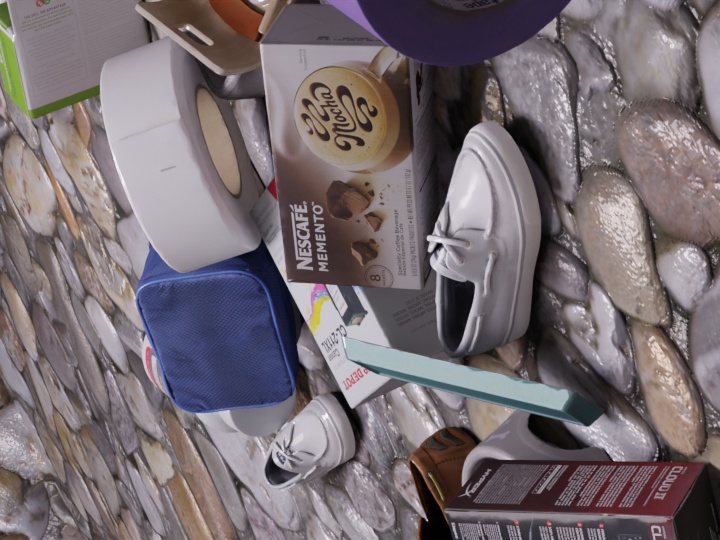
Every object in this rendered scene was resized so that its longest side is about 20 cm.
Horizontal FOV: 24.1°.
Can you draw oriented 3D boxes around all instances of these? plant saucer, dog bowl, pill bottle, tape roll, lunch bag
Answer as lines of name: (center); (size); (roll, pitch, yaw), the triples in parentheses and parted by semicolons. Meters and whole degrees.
plant saucer: (0.081, 0.084, 1.271); (0.199, 0.019, 0.070); (11, 170, 29)
dog bowl: (0.153, 0.209, 1.344); (0.200, 0.058, 0.201); (47, 152, 35)
pill bottle: (-0.151, 0.111, 1.833); (0.200, 0.110, 0.112); (26, 136, 56)
tape roll: (0.052, -0.224, 0.947); (0.085, 0.199, 0.201); (42, 148, 43)
tape roll: (-0.155, -0.103, 1.479); (0.202, 0.070, 0.204); (-18, -90, -80)
lunch bag: (-0.133, 0.022, 1.632); (0.133, 0.135, 0.201); (-84, -14, -51)

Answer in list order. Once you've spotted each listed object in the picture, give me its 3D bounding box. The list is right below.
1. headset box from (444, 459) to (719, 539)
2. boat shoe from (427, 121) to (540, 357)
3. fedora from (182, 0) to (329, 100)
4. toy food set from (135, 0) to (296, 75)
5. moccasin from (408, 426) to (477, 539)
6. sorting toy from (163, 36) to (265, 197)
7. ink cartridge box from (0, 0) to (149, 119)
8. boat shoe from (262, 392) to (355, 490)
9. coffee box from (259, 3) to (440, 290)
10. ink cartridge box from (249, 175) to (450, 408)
headset box: (0.177, 0.216, 1.196); (0.199, 0.075, 0.150); (-4, 113, 34)
boat shoe: (0.082, -0.017, 1.235); (0.072, 0.068, 0.201); (48, 152, 34)
fedora: (-0.093, -0.206, 1.413); (0.200, 0.090, 0.178); (8, 120, 63)
toy food set: (-0.098, -0.267, 1.301); (0.143, 0.060, 0.201); (39, 111, 44)
moccasin: (0.079, 0.238, 1.504); (0.074, 0.077, 0.203); (38, 145, 47)
sorting toy: (-0.190, -0.111, 1.748); (0.200, 0.069, 0.200); (62, 157, 8)
ink cartridge box: (-0.304, -0.277, 1.727); (0.076, 0.147, 0.201); (42, 147, 44)
boat shoe: (-0.061, 0.184, 1.765); (0.072, 0.068, 0.200); (62, 157, 7)
coffee box: (-0.004, -0.092, 1.266); (0.112, 0.080, 0.201); (4, 121, 13)
ink cartridge box: (0.000, 0.000, 1.431); (0.201, 0.082, 0.146); (62, 156, 8)
